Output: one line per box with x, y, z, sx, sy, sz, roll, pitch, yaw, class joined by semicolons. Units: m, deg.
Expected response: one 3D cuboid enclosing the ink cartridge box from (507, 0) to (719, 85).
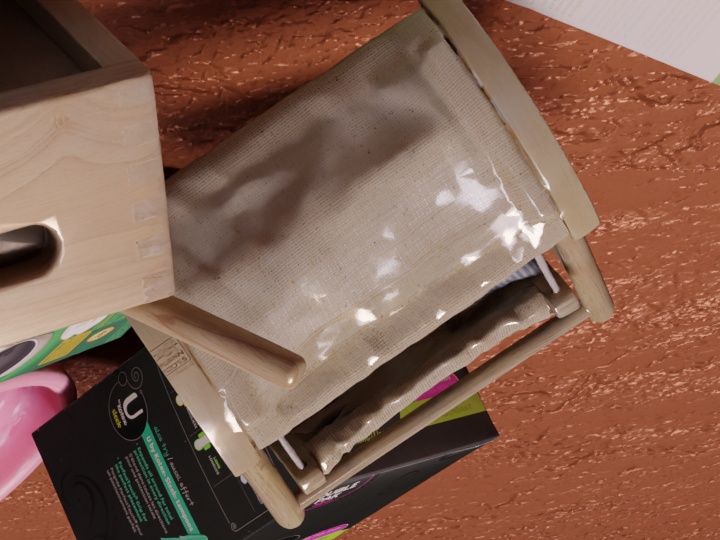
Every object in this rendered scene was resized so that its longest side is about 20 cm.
0.097;-0.156;1.136;0.199;0.048;0.146;20;155;-8;ink cartridge box

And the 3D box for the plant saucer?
-0.252;0.103;1.483;0.200;0.051;0.201;-34;164;-11;plant saucer

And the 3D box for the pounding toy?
-0.152;-0.027;1.082;0.199;0.184;0.143;-16;122;-21;pounding toy

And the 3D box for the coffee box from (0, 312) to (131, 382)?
-0.175;0.018;1.327;0.200;0.044;0.123;-22;167;-41;coffee box

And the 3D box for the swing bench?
0.000;0.000;1.233;0.199;0.130;0.200;-34;164;-2;swing bench

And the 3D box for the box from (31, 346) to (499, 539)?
-0.055;0.090;1.471;0.148;0.125;0.200;-13;163;-46;box
